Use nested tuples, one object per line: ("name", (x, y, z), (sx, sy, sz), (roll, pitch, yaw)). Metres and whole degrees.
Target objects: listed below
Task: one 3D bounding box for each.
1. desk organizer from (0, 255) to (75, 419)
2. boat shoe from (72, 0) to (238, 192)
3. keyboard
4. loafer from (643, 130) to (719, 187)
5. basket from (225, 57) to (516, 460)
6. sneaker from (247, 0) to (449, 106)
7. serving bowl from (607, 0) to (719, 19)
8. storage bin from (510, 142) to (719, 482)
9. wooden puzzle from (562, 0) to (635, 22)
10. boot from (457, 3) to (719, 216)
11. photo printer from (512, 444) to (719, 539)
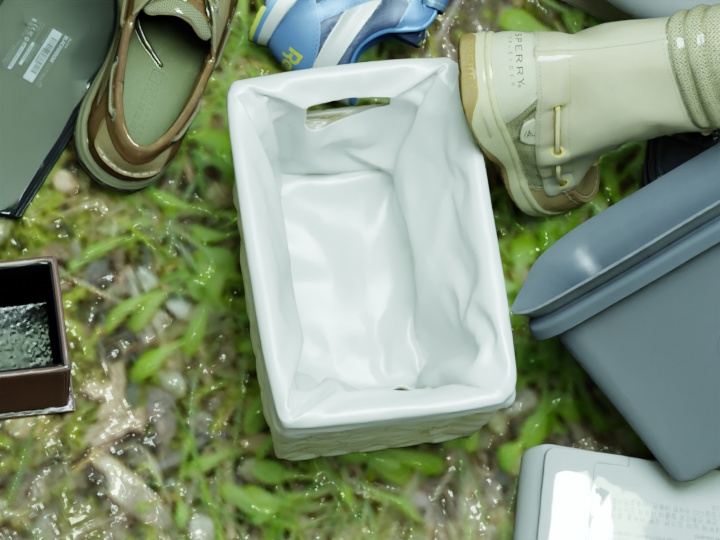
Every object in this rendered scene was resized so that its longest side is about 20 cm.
("desk organizer", (-0.258, 0.044, 1.435), (0.199, 0.077, 0.072), (-6, 73, -9))
("boat shoe", (-0.104, -0.142, 1.508), (0.075, 0.074, 0.201), (18, 73, -17))
("keyboard", (-0.207, -0.135, 1.529), (0.127, 0.021, 0.200), (31, 70, -3))
("loafer", (0.217, -0.118, 1.529), (0.072, 0.063, 0.200), (19, 55, 21))
("basket", (0.000, 0.000, 1.456), (0.135, 0.123, 0.201), (-6, 72, -8))
("sneaker", (0.029, -0.180, 1.533), (0.200, 0.074, 0.082), (-43, 85, 4))
("serving bowl", (0.207, -0.186, 1.496), (0.199, 0.066, 0.200), (1, 38, -1))
("storage bin", (0.204, 0.011, 1.413), (0.200, 0.146, 0.135), (-30, 100, 22))
("wooden puzzle", (0.148, -0.262, 1.598), (0.185, 0.046, 0.201), (26, 71, 2))
("boot", (0.149, -0.088, 1.444), (0.155, 0.200, 0.073), (-9, 69, 16))
("photo printer", (0.159, 0.205, 1.437), (0.166, 0.069, 0.201), (8, 72, -6))
